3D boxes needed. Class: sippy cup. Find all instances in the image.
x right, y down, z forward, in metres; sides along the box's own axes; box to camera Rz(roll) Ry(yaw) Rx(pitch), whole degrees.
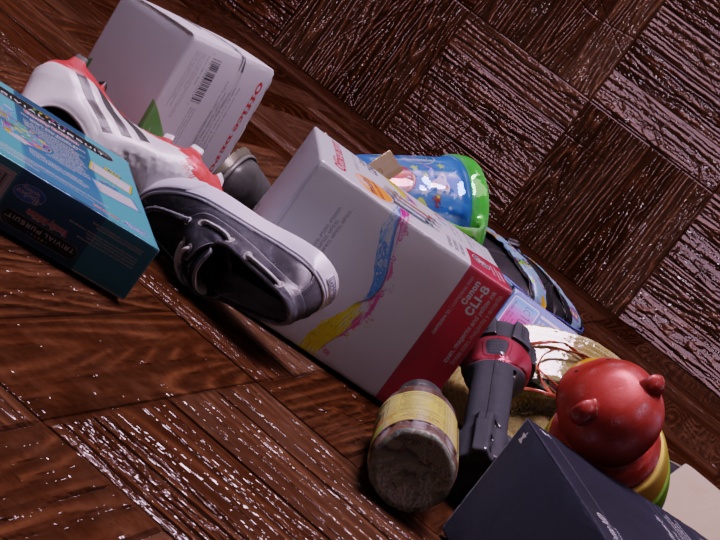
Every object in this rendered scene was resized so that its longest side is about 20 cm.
[{"bbox_3d":[0.038,-0.058,1.554,0.130,0.140,0.178,10,-24,-26],"label":"sippy cup"}]

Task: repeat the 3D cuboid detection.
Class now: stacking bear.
[{"bbox_3d":[0.180,0.136,1.169,0.200,0.121,0.114,86,-13,-55],"label":"stacking bear"}]

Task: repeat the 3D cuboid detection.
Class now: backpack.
[{"bbox_3d":[0.139,0.033,1.719,0.182,0.135,0.200,31,10,-44],"label":"backpack"}]

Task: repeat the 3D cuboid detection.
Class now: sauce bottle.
[{"bbox_3d":[0.041,0.121,1.149,0.065,0.065,0.200,37,8,-1],"label":"sauce bottle"}]

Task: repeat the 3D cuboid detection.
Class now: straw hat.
[{"bbox_3d":[0.159,0.141,1.382,0.200,0.085,0.201,8,35,-5],"label":"straw hat"}]

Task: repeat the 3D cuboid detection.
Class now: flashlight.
[{"bbox_3d":[0.103,0.115,1.264,0.068,0.068,0.200,42,30,-16],"label":"flashlight"}]

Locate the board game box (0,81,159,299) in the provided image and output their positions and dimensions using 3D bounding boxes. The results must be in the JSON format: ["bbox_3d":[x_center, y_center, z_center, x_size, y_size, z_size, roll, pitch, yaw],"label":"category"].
[{"bbox_3d":[-0.230,-0.069,1.122,0.151,0.047,0.200,33,10,-24],"label":"board game box"}]

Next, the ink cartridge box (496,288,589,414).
[{"bbox_3d":[0.192,0.121,1.509,0.200,0.076,0.136,36,-22,2],"label":"ink cartridge box"}]

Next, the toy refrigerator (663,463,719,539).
[{"bbox_3d":[0.268,0.234,1.358,0.076,0.070,0.200,39,20,17],"label":"toy refrigerator"}]

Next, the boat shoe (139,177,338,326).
[{"bbox_3d":[-0.113,-0.010,1.219,0.200,0.072,0.068,28,42,28],"label":"boat shoe"}]

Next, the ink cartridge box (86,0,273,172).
[{"bbox_3d":[-0.178,-0.156,1.440,0.084,0.146,0.200,33,7,15],"label":"ink cartridge box"}]

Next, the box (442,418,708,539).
[{"bbox_3d":[0.170,0.218,1.023,0.182,0.104,0.200,35,9,-18],"label":"box"}]

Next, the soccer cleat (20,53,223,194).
[{"bbox_3d":[-0.198,-0.092,1.295,0.200,0.069,0.085,41,51,-11],"label":"soccer cleat"}]

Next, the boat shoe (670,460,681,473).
[{"bbox_3d":[0.303,0.235,1.533,0.073,0.075,0.200,31,10,-33],"label":"boat shoe"}]

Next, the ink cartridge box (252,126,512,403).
[{"bbox_3d":[0.000,0.000,1.337,0.200,0.145,0.145,34,11,-13],"label":"ink cartridge box"}]

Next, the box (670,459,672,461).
[{"bbox_3d":[0.263,0.183,1.725,0.200,0.049,0.160,34,8,-15],"label":"box"}]

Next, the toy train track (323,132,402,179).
[{"bbox_3d":[0.009,-0.034,1.443,0.200,0.115,0.033,56,-26,-4],"label":"toy train track"}]

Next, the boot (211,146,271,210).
[{"bbox_3d":[-0.053,-0.019,1.460,0.200,0.073,0.182,46,3,10],"label":"boot"}]
